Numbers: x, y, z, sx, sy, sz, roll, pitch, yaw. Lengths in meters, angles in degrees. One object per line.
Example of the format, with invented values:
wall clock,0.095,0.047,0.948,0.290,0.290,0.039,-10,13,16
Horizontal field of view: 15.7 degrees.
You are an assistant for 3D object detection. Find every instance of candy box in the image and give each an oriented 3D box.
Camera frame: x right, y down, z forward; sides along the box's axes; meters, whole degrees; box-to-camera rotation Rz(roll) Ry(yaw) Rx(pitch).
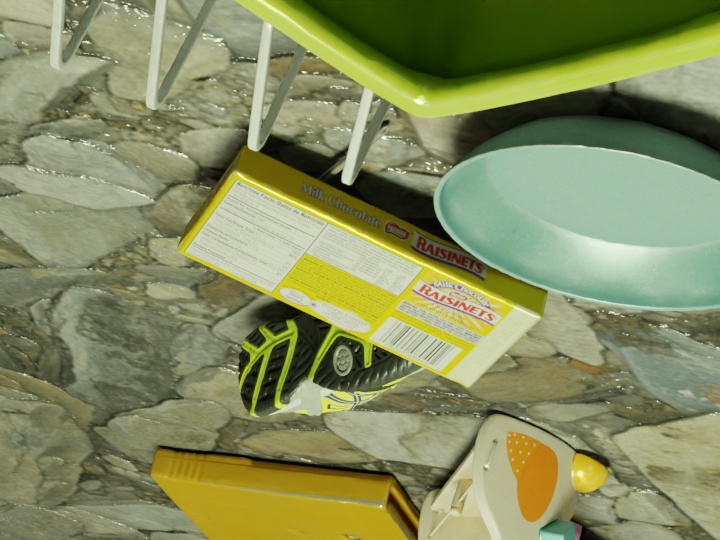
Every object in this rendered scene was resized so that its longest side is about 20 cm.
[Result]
candy box,0.000,0.000,1.523,0.199,0.027,0.102,26,143,-12

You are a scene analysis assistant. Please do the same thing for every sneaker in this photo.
sneaker,-0.001,0.048,1.673,0.076,0.076,0.199,3,169,-34

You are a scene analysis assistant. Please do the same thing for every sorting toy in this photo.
sorting toy,0.099,0.225,1.864,0.106,0.181,0.200,15,158,-5

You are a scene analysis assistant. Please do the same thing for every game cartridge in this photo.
game cartridge,-0.048,0.193,2.074,0.198,0.033,0.176,8,157,20

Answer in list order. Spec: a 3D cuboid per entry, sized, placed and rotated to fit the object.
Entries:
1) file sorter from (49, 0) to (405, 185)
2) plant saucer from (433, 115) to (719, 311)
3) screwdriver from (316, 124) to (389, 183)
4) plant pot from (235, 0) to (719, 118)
file sorter,-0.062,-0.142,1.108,0.199,0.125,0.139,22,150,4
plant saucer,0.140,-0.035,1.422,0.198,0.036,0.200,11,158,4
screwdriver,-0.026,-0.047,1.514,0.029,0.028,0.200,-8,164,-35
plant pot,0.042,-0.189,0.927,0.199,0.183,0.198,-11,148,44
